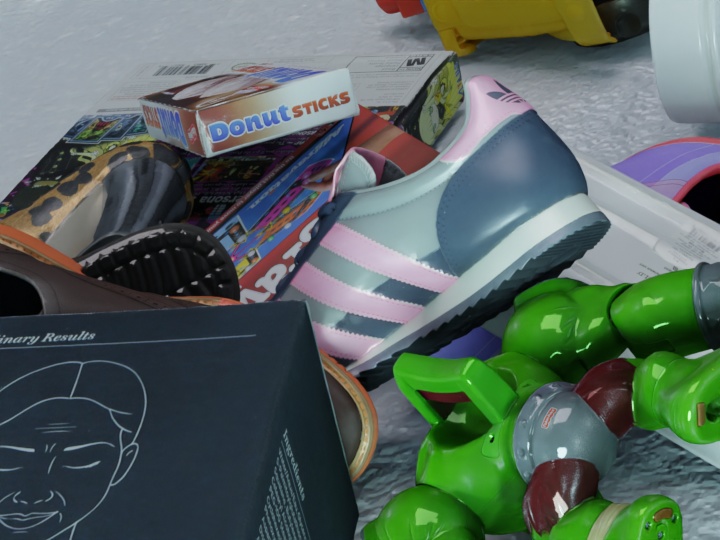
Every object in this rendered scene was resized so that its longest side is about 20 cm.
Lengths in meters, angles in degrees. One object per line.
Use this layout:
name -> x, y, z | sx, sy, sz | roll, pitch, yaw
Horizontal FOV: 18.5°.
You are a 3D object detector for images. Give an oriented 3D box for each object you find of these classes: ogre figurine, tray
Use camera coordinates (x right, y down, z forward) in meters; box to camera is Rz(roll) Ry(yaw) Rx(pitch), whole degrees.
ogre figurine -> 0.075, 0.065, 0.780 | 0.120, 0.098, 0.201 | 12, 78, 46
tray -> 0.121, 0.010, 0.876 | 0.200, 0.022, 0.107 | 31, 53, 29

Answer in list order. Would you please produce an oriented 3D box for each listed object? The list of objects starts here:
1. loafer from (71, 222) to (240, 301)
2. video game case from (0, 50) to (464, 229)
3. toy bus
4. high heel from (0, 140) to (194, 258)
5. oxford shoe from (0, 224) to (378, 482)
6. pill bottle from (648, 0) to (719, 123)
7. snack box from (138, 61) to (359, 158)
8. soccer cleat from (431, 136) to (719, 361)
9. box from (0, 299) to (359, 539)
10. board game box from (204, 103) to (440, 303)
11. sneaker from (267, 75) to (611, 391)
loafer -> -0.145, 0.039, 0.919 | 0.199, 0.073, 0.071 | -17, -2, -5
video game case -> -0.067, -0.059, 1.148 | 0.199, 0.036, 0.181 | 0, 31, 25
toy bus -> 0.103, -0.203, 1.263 | 0.192, 0.136, 0.200 | -11, 21, 42
high heel -> -0.170, 0.006, 1.042 | 0.199, 0.072, 0.143 | -24, 18, 15
oxford shoe -> -0.092, 0.039, 0.827 | 0.199, 0.071, 0.073 | 18, 9, 13
pill bottle -> 0.242, -0.120, 1.029 | 0.199, 0.120, 0.120 | -2, 30, 21
snack box -> -0.057, -0.078, 1.049 | 0.072, 0.024, 0.200 | -16, 9, -11
soccer cleat -> 0.098, -0.007, 0.943 | 0.200, 0.067, 0.076 | -24, 17, -26
box -> -0.093, 0.114, 0.725 | 0.148, 0.107, 0.200 | -3, 38, 14
board game box -> -0.051, 0.010, 0.962 | 0.200, 0.019, 0.103 | -42, 34, -8
sneaker -> 0.000, 0.000, 0.870 | 0.200, 0.082, 0.070 | -32, -11, 20
